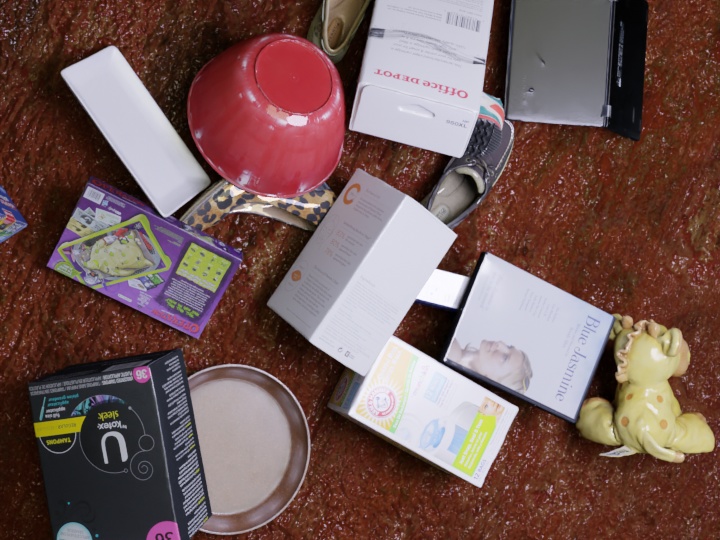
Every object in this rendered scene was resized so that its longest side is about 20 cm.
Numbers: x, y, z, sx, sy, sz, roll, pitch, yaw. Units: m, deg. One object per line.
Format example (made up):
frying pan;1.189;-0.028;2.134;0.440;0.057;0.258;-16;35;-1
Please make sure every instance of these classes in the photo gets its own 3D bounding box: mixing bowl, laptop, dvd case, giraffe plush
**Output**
mixing bowl;-0.093;-0.199;1.419;0.197;0.108;0.203;9;65;-20
laptop;0.286;-0.277;1.594;0.199;0.114;0.191;5;89;-57
dvd case;0.206;0.083;1.491;0.198;0.018;0.145;25;83;-17
giraffe plush;0.356;0.140;1.530;0.170;0.199;0.165;7;94;27

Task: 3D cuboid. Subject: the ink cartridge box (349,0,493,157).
ink cartridge box;0.073;-0.248;1.454;0.142;0.085;0.202;13;53;-3

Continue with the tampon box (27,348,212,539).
tampon box;-0.266;0.205;1.366;0.147;0.126;0.204;-9;93;10

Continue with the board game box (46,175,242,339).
board game box;-0.250;-0.013;1.420;0.198;0.032;0.121;27;108;-15

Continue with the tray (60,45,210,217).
tray;-0.263;-0.160;1.422;0.201;0.022;0.107;55;37;-7

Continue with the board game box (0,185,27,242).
board game box;-0.484;-0.027;1.309;0.199;0.200;0.062;-37;83;0

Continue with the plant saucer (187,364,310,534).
plant saucer;-0.159;0.214;1.472;0.197;0.034;0.204;0;89;-16

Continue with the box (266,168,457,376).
box;0.000;0.000;1.447;0.097;0.124;0.201;34;90;-35

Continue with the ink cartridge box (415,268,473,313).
ink cartridge box;0.140;0.035;1.530;0.197;0.094;0.045;15;86;-16

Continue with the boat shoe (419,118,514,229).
boat shoe;0.138;-0.114;1.544;0.073;0.065;0.201;36;79;-10

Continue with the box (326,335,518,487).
box;0.074;0.168;1.506;0.198;0.101;0.114;31;81;-14

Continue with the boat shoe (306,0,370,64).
boat shoe;-0.009;-0.351;1.500;0.072;0.063;0.203;16;85;-15

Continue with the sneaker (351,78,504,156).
sneaker;0.088;-0.209;1.533;0.197;0.071;0.094;16;42;5

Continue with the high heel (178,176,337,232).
high heel;-0.119;-0.056;1.466;0.199;0.071;0.144;-38;102;-16
